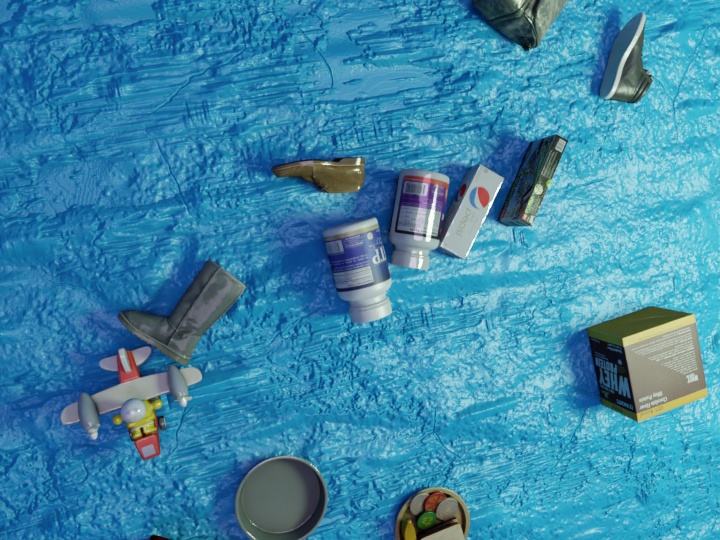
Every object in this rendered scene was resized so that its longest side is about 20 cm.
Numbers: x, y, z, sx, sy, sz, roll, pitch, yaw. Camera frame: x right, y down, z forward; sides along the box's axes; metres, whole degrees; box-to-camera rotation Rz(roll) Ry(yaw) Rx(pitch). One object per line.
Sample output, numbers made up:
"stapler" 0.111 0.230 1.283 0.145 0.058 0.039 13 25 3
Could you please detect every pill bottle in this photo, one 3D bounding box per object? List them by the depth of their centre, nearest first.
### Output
"pill bottle" 0.000 0.000 1.131 0.118 0.120 0.202 -15 98 -10
"pill bottle" 0.120 -0.106 1.153 0.110 0.111 0.202 9 93 -12

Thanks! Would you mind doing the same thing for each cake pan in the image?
"cake pan" -0.171 0.493 1.175 0.198 0.037 0.203 -1 95 -12

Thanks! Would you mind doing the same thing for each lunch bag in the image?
"lunch bag" 0.367 -0.601 1.161 0.167 0.139 0.201 34 87 -29

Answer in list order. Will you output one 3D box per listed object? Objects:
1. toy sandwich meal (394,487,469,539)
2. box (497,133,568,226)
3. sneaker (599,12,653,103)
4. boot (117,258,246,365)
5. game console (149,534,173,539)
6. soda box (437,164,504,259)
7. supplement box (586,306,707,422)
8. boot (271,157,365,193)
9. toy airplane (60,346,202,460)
"toy sandwich meal" 0.173 0.601 1.240 0.203 0.070 0.208 -1 95 -12
"box" 0.379 -0.195 1.203 0.034 0.110 0.202 24 89 -12
"sneaker" 0.635 -0.482 1.259 0.098 0.071 0.202 16 97 -14
"boot" -0.355 0.062 1.085 0.181 0.073 0.201 33 86 -7
"game console" -0.354 0.631 1.110 0.198 0.172 0.120 23 63 -13
"soda box" 0.236 -0.129 1.201 0.068 0.064 0.202 26 88 -13
"supplement box" 0.676 0.215 1.286 0.195 0.133 0.202 -16 97 -11
"boot" -0.085 -0.195 1.127 0.198 0.074 0.076 -4 105 -14
"toy airplane" -0.434 0.244 1.045 0.198 0.141 0.201 32 81 -16
